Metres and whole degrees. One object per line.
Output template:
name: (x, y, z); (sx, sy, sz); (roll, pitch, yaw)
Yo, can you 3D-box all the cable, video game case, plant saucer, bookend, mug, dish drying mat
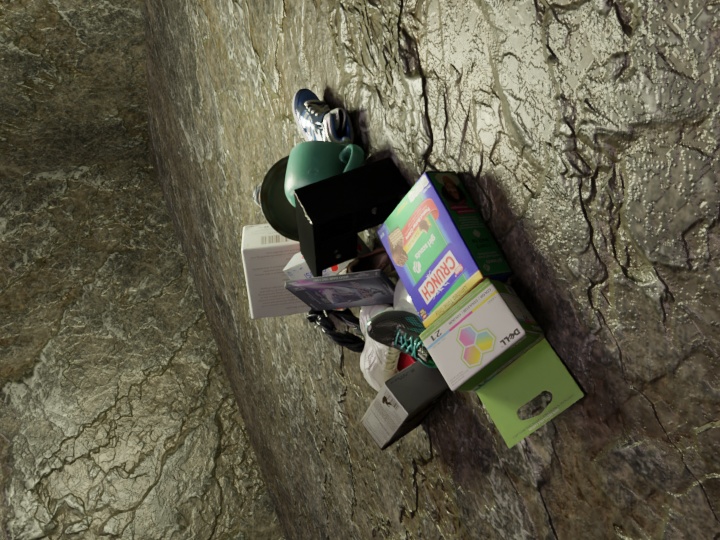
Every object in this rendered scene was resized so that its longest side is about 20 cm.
cable: (-0.029, 0.121, 1.437); (0.163, 0.200, 0.051); (30, 100, 11)
video game case: (-0.029, 0.042, 1.276); (0.143, 0.199, 0.019); (47, -138, -59)
plant saucer: (-0.121, -0.159, 1.409); (0.032, 0.200, 0.201); (142, 112, -80)
bookend: (-0.018, -0.094, 1.256); (0.200, 0.198, 0.092); (93, 152, -56)
mug: (-0.077, -0.182, 1.298); (0.185, 0.152, 0.115); (104, 173, -70)
dish drying mat: (0.066, 0.152, 1.387); (0.200, 0.018, 0.077); (57, 149, 35)

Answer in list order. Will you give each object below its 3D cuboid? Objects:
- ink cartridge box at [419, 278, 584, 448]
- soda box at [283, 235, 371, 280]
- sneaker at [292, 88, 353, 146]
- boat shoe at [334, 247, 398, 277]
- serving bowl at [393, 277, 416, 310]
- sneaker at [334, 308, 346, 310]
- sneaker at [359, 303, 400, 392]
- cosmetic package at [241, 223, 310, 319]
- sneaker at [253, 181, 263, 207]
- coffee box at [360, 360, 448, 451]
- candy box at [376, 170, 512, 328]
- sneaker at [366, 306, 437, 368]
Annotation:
ink cartridge box: (0.202, 0.135, 0.937); (0.148, 0.076, 0.200); (-44, 57, 23)
soda box: (-0.076, -0.021, 1.423); (0.200, 0.063, 0.068); (-21, 117, 41)
sneaker: (-0.071, -0.325, 1.354); (0.146, 0.080, 0.201); (-35, 68, 56)
boat shoe: (0.000, 0.000, 1.284); (0.200, 0.072, 0.072); (-21, 66, 39)
serving bowl: (0.115, 0.085, 1.187); (0.200, 0.066, 0.201); (41, 138, 50)
sneaker: (-0.046, 0.031, 1.445); (0.201, 0.108, 0.067); (29, 135, 58)
sneaker: (0.051, 0.163, 1.324); (0.099, 0.078, 0.201); (1, 101, 56)
cosmetic package: (-0.213, -0.005, 1.668); (0.166, 0.167, 0.201); (-110, 15, -64)
sneaker: (-0.143, -0.156, 1.454); (0.086, 0.200, 0.078); (37, 115, 60)
coffee box: (0.086, 0.269, 1.285); (0.080, 0.113, 0.200); (50, 149, 20)
candy box: (0.130, -0.032, 1.044); (0.169, 0.077, 0.200); (-50, 59, 46)
sneaker: (0.104, 0.119, 1.074); (0.091, 0.199, 0.078); (-57, -24, -66)
